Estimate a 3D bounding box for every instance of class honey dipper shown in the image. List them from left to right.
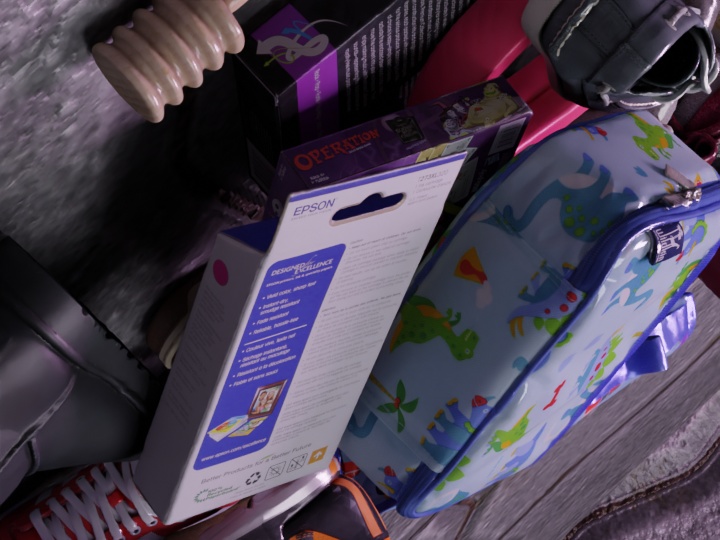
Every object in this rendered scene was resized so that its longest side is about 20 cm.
[{"bbox_3d":[-0.016,-0.134,0.779,0.200,0.038,0.038,-43,165,-11],"label":"honey dipper"}]

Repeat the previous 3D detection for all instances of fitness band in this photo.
[{"bbox_3d":[0.095,-0.114,0.990,0.200,0.037,0.144,-38,162,-24],"label":"fitness band"}]

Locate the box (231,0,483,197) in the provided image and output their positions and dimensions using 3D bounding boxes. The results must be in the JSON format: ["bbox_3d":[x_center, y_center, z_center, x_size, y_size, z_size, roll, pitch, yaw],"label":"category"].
[{"bbox_3d":[0.030,-0.121,0.930,0.200,0.036,0.143,-39,165,-13],"label":"box"}]

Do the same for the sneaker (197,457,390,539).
[{"bbox_3d":[-0.065,0.193,1.076,0.200,0.112,0.078,-35,177,-5],"label":"sneaker"}]

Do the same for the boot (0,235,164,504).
[{"bbox_3d":[-0.168,0.083,0.883,0.168,0.076,0.200,-45,160,-5],"label":"boot"}]

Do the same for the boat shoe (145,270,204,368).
[{"bbox_3d":[-0.016,0.012,1.084,0.202,0.075,0.075,-34,162,-31],"label":"boat shoe"}]

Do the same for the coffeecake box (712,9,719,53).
[{"bbox_3d":[0.282,-0.202,1.245,0.154,0.073,0.200,-48,166,-12],"label":"coffeecake box"}]

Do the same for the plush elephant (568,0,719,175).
[{"bbox_3d":[0.159,-0.076,1.126,0.155,0.165,0.200,0,128,-58],"label":"plush elephant"}]

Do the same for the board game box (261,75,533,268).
[{"bbox_3d":[0.000,0.000,0.952,0.120,0.032,0.200,-25,153,-31],"label":"board game box"}]

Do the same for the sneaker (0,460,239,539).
[{"bbox_3d":[-0.124,0.121,1.064,0.200,0.071,0.112,-32,172,-26],"label":"sneaker"}]

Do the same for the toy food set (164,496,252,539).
[{"bbox_3d":[-0.109,0.173,1.216,0.198,0.049,0.200,-24,179,-25],"label":"toy food set"}]

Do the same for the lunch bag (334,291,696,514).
[{"bbox_3d":[0.090,0.067,1.172,0.200,0.094,0.151,-14,-171,42],"label":"lunch bag"}]

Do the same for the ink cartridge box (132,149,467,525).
[{"bbox_3d":[-0.029,0.023,0.875,0.095,0.037,0.200,-16,145,-37],"label":"ink cartridge box"}]

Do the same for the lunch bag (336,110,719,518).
[{"bbox_3d":[0.084,0.019,0.975,0.200,0.082,0.161,-53,162,25],"label":"lunch bag"}]

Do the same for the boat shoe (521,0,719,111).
[{"bbox_3d":[0.128,-0.095,0.941,0.073,0.062,0.200,-48,163,9],"label":"boat shoe"}]

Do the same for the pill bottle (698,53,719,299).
[{"bbox_3d":[0.222,-0.059,1.263,0.114,0.200,0.114,-39,164,-14],"label":"pill bottle"}]
